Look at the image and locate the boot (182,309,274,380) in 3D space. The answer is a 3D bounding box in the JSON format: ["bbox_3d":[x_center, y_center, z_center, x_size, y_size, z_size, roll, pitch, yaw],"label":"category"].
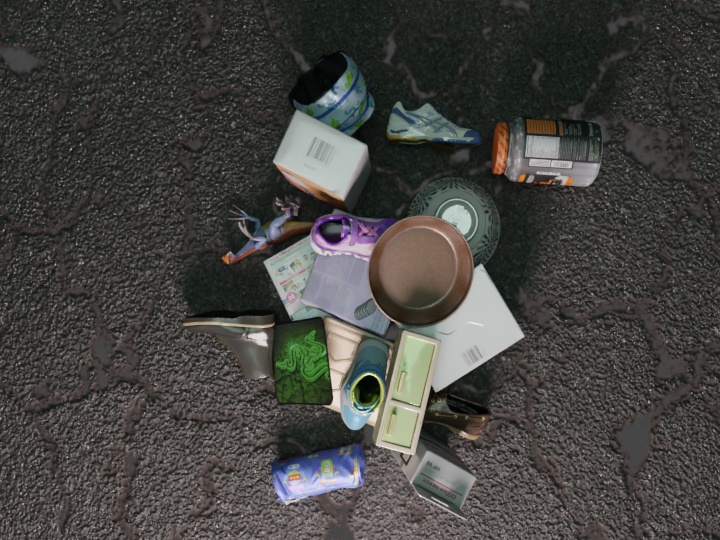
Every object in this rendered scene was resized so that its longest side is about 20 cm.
[{"bbox_3d":[-0.270,0.158,1.241,0.193,0.077,0.144,0,98,14],"label":"boot"}]

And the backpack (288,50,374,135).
[{"bbox_3d":[-0.052,-0.344,1.184,0.162,0.200,0.155,-38,104,1],"label":"backpack"}]

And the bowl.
[{"bbox_3d":[0.188,-0.091,1.200,0.193,0.094,0.209,0,88,4],"label":"bowl"}]

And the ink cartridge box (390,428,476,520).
[{"bbox_3d":[0.136,0.362,1.115,0.114,0.200,0.068,31,90,-14],"label":"ink cartridge box"}]

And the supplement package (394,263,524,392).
[{"bbox_3d":[0.192,0.108,1.171,0.197,0.111,0.159,-33,85,10],"label":"supplement package"}]

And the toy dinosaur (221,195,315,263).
[{"bbox_3d":[-0.196,-0.066,1.240,0.197,0.105,0.183,35,110,-6],"label":"toy dinosaur"}]

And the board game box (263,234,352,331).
[{"bbox_3d":[-0.089,0.039,1.233,0.144,0.064,0.205,-27,86,2],"label":"board game box"}]

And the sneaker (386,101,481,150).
[{"bbox_3d":[0.151,-0.297,1.224,0.193,0.075,0.092,8,87,5],"label":"sneaker"}]

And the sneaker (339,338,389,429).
[{"bbox_3d":[-0.002,0.241,1.114,0.077,0.132,0.206,13,117,0],"label":"sneaker"}]

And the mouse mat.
[{"bbox_3d":[-0.121,0.181,1.188,0.197,0.007,0.167,-13,82,48],"label":"mouse mat"}]

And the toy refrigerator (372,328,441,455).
[{"bbox_3d":[0.083,0.214,1.083,0.073,0.070,0.207,15,87,-4],"label":"toy refrigerator"}]

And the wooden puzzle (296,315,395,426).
[{"bbox_3d":[-0.016,0.196,1.193,0.180,0.047,0.205,22,115,-3],"label":"wooden puzzle"}]

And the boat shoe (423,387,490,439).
[{"bbox_3d":[0.159,0.263,1.186,0.194,0.071,0.072,18,128,-3],"label":"boat shoe"}]

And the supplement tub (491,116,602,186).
[{"bbox_3d":[0.359,-0.233,1.179,0.193,0.123,0.127,5,87,6],"label":"supplement tub"}]

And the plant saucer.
[{"bbox_3d":[0.106,-0.001,1.089,0.193,0.037,0.208,-1,105,-5],"label":"plant saucer"}]

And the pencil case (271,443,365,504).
[{"bbox_3d":[-0.083,0.406,1.203,0.193,0.079,0.089,-14,57,4],"label":"pencil case"}]

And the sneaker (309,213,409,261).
[{"bbox_3d":[-0.003,-0.066,1.105,0.193,0.089,0.083,2,76,6],"label":"sneaker"}]

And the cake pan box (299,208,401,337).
[{"bbox_3d":[0.000,0.000,1.161,0.179,0.052,0.206,19,82,9],"label":"cake pan box"}]

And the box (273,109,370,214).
[{"bbox_3d":[-0.067,-0.202,1.175,0.149,0.200,0.109,26,88,6],"label":"box"}]
